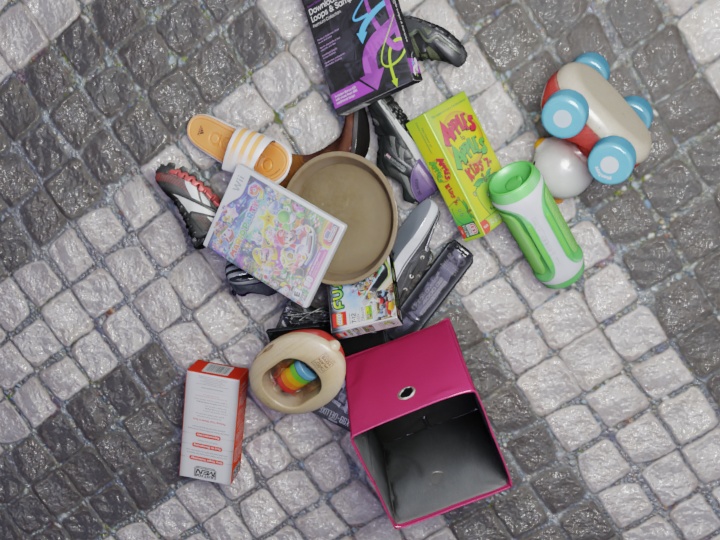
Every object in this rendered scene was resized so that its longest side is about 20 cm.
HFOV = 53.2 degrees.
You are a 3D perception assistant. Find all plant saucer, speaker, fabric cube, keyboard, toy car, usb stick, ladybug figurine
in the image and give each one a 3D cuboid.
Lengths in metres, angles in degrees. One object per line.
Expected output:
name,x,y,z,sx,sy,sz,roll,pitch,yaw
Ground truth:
plant saucer,-0.032,-0.079,1.105,0.196,0.029,0.204,2,95,21
speaker,0.268,-0.066,1.084,0.088,0.089,0.201,-30,122,13
fabric cube,0.097,0.231,1.117,0.193,0.200,0.202,-21,116,6
keyboard,-0.054,0.099,1.186,0.196,0.040,0.105,-7,124,9
toy car,0.304,-0.183,1.067,0.177,0.185,0.200,43,134,-3
usb stick,0.112,0.041,1.193,0.055,0.033,0.201,37,105,6
ladybug figurine,-0.095,0.155,1.150,0.199,0.072,0.136,-33,107,35

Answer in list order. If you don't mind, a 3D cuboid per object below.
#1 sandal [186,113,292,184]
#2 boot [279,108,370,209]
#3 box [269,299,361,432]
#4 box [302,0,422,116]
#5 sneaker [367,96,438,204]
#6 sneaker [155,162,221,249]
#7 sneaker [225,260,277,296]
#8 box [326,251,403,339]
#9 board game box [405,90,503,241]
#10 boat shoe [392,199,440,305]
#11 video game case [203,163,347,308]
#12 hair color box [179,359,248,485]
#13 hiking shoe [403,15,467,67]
sandal,-0.207,-0.194,1.150,0.204,0.059,0.080,24,102,18
boot,-0.089,-0.188,1.169,0.197,0.068,0.192,12,104,19
box,-0.066,0.162,1.237,0.197,0.050,0.160,25,106,2
box,-0.003,-0.350,1.060,0.141,0.036,0.203,-17,91,33
sneaker,0.048,-0.195,1.129,0.087,0.076,0.201,-35,96,20
sneaker,-0.267,-0.094,1.185,0.199,0.071,0.099,37,75,-2
sneaker,-0.127,0.001,1.214,0.196,0.088,0.076,-5,60,-7
box,0.000,0.000,1.137,0.108,0.035,0.203,-14,62,13
board game box,0.160,-0.159,1.102,0.047,0.101,0.202,-17,104,55
boat shoe,0.083,-0.017,1.170,0.065,0.070,0.202,24,102,-21
video game case,-0.135,-0.054,1.112,0.198,0.018,0.145,30,104,11
hair color box,-0.262,0.271,1.286,0.100,0.061,0.204,9,103,6
hiking shoe,0.065,-0.338,1.099,0.198,0.076,0.102,26,112,12
